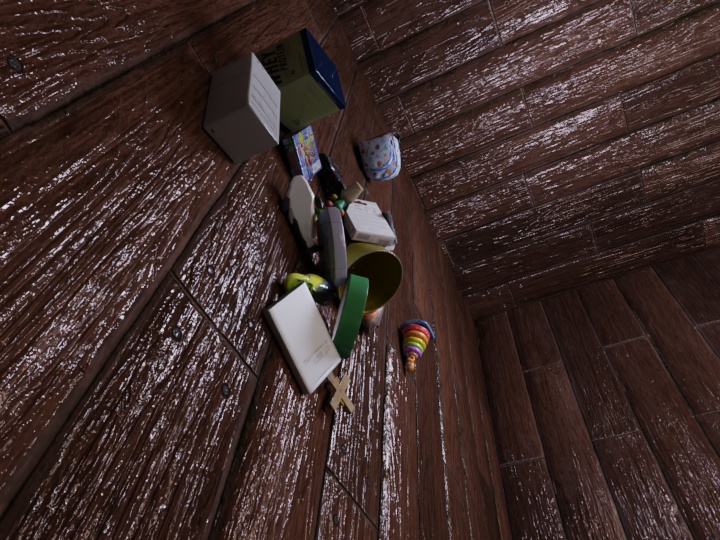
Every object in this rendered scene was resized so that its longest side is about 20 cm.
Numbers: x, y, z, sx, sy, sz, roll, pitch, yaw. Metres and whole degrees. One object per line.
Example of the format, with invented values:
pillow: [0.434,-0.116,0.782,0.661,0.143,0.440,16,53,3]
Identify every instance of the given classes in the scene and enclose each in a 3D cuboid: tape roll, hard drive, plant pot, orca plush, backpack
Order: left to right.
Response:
hard drive: [-0.121,0.142,1.085,0.132,0.027,0.201,-41,112,-51]
orca plush: [-0.145,-0.143,1.311,0.201,0.105,0.071,65,-13,-8]
tape roll: [-0.029,0.110,1.226,0.200,0.048,0.201,-165,-90,-85]
plant pot: [0.000,0.000,1.448,0.142,0.200,0.200,47,-6,49]
backpack: [0.088,-0.489,2.213,0.154,0.199,0.191,-29,105,-68]

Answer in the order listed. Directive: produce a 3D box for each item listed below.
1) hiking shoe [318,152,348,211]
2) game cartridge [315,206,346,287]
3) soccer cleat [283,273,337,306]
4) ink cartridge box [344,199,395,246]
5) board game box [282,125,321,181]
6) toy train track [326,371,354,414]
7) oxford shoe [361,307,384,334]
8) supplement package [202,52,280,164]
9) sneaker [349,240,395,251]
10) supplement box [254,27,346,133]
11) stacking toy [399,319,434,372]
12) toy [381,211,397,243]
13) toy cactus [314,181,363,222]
hiking shoe: [-0.079,-0.288,1.652,0.201,0.076,0.101,68,21,-5]
game cartridge: [-0.075,-0.056,1.309,0.133,0.040,0.201,167,-82,-72]
soccer cleat: [-0.130,0.037,1.205,0.084,0.065,0.200,45,10,27]
ink cartridge box: [0.013,-0.171,1.743,0.160,0.050,0.200,8,36,-31]
board game box: [-0.165,-0.336,1.471,0.200,0.034,0.136,-69,147,-65]
toy train track: [-0.079,0.247,1.163,0.200,0.032,0.115,60,27,-14]
oxford shoe: [0.036,0.137,1.592,0.200,0.071,0.073,-40,129,-67]
supplement package: [-0.256,-0.358,1.120,0.117,0.117,0.201,51,26,-47]
sneaker: [0.032,-0.045,1.741,0.200,0.071,0.113,-2,115,-43]
supplement box: [-0.177,-0.504,1.376,0.200,0.199,0.135,26,48,-66]
stacking toy: [0.192,0.287,1.860,0.110,0.116,0.200,58,35,-33]
toy: [0.066,-0.151,1.862,0.200,0.047,0.116,-170,-115,-72]
toy cactus: [-0.068,-0.197,1.469,0.102,0.165,0.200,50,12,3]
